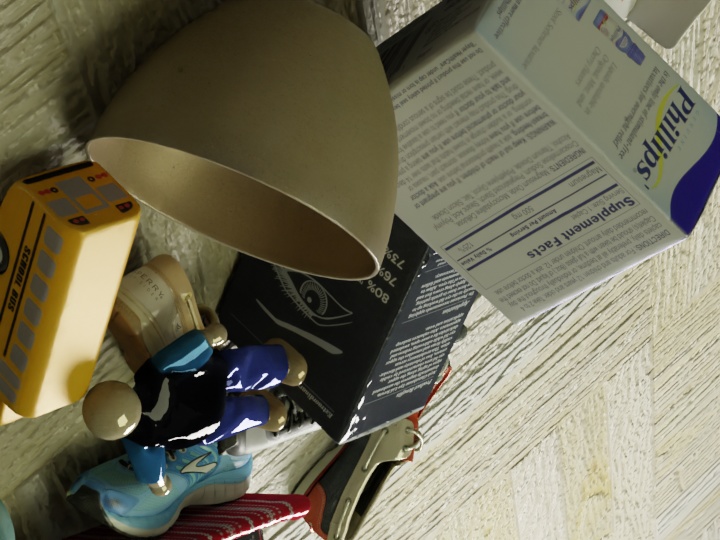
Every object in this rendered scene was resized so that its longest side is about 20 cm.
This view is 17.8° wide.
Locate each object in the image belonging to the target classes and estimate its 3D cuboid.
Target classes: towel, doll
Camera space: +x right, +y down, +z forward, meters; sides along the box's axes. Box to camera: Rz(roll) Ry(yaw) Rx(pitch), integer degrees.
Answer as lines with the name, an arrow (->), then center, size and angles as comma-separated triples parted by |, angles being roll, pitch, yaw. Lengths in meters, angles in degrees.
towel -> -0.151, 0.206, 1.774 | 0.200, 0.144, 0.023 | -17, 98, -45
doll -> -0.118, 0.094, 1.592 | 0.200, 0.048, 0.137 | -3, 121, -57

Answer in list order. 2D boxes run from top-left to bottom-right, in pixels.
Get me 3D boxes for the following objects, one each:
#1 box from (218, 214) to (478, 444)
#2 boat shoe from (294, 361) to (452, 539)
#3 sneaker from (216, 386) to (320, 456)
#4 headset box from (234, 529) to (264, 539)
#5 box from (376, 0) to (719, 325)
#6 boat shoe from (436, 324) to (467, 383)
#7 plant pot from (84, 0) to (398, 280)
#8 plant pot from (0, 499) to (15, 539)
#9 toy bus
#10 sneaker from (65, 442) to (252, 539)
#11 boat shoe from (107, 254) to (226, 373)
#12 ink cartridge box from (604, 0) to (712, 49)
box -> 0.000, 0.000, 1.696 | 0.104, 0.148, 0.201 | -19, 143, -46
boat shoe -> 0.020, 0.155, 2.038 | 0.200, 0.063, 0.071 | -52, 152, 4
sneaker -> -0.052, 0.094, 1.774 | 0.200, 0.079, 0.074 | -27, 122, -62
headset box -> -0.127, 0.293, 1.822 | 0.200, 0.077, 0.150 | -49, 132, -69
box -> 0.110, -0.089, 1.533 | 0.184, 0.200, 0.105 | -30, -158, 50
boat shoe -> 0.040, 0.067, 1.878 | 0.073, 0.068, 0.199 | -34, 173, -29
plant pot -> -0.057, -0.097, 1.457 | 0.135, 0.199, 0.200 | -68, 158, -14
plant pot -> -0.302, 0.198, 1.482 | 0.134, 0.200, 0.201 | -60, 172, -53
toy bus -> -0.205, 0.023, 1.486 | 0.065, 0.078, 0.201 | -21, 143, -43
sneaker -> -0.150, 0.138, 1.760 | 0.200, 0.078, 0.090 | -21, 132, -56
boat shoe -> -0.129, 0.052, 1.651 | 0.069, 0.074, 0.200 | -44, 158, -13
ink cartridge box -> 0.159, -0.251, 1.534 | 0.117, 0.200, 0.067 | -52, 154, 8
